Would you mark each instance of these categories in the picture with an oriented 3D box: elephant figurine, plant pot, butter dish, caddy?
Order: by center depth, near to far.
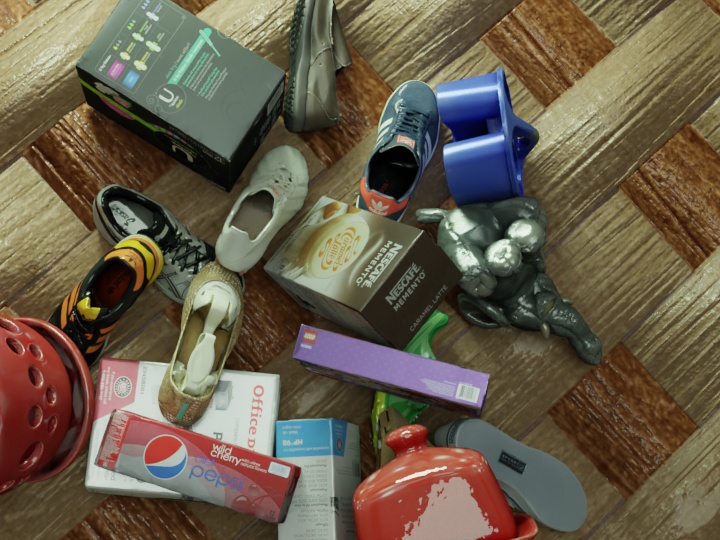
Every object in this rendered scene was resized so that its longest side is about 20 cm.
[{"bbox_3d":[0.064,0.227,1.413,0.199,0.200,0.148,-16,85,2],"label":"butter dish"},{"bbox_3d":[-0.390,0.135,1.459,0.200,0.182,0.201,1,93,26],"label":"plant pot"},{"bbox_3d":[0.150,-0.146,1.595,0.105,0.200,0.142,-7,80,9],"label":"caddy"},{"bbox_3d":[0.172,0.019,1.603,0.141,0.200,0.155,-21,46,12],"label":"elephant figurine"}]

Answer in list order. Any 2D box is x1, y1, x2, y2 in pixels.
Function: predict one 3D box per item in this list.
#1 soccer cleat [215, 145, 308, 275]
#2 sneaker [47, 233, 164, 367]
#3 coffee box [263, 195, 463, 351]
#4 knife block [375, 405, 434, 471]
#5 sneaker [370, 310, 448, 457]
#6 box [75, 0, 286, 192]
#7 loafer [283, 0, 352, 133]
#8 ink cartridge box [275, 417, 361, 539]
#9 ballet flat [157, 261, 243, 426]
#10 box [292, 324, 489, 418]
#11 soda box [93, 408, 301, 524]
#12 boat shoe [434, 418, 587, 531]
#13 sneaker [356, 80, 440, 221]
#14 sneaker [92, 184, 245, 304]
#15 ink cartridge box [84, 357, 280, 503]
[{"bbox_3d":[-0.103,-0.079,1.581,0.069,0.078,0.200,26,49,1],"label":"soccer cleat"},{"bbox_3d":[-0.295,0.046,1.527,0.070,0.090,0.200,40,105,1],"label":"sneaker"},{"bbox_3d":[0.000,0.000,1.540,0.114,0.200,0.080,-52,125,-13],"label":"coffee box"},{"bbox_3d":[0.102,0.251,1.532,0.175,0.064,0.201,0,108,-4],"label":"knife block"},{"bbox_3d":[0.058,0.130,1.586,0.083,0.074,0.201,11,77,0],"label":"sneaker"},{"bbox_3d":[-0.199,-0.204,1.587,0.200,0.149,0.125,31,78,1],"label":"box"},{"bbox_3d":[-0.046,-0.254,1.661,0.071,0.073,0.201,9,83,-15],"label":"loafer"},{"bbox_3d":[-0.043,0.264,1.520,0.066,0.116,0.201,-5,78,14],"label":"ink cartridge box"},{"bbox_3d":[-0.160,0.069,1.503,0.070,0.065,0.201,19,60,-14],"label":"ballet flat"},{"bbox_3d":[0.035,0.107,1.483,0.199,0.137,0.039,15,81,6],"label":"box"},{"bbox_3d":[-0.165,0.201,1.451,0.199,0.070,0.064,17,83,5],"label":"soda box"},{"bbox_3d":[0.169,0.225,1.583,0.200,0.065,0.074,40,69,-18],"label":"boat shoe"},{"bbox_3d":[0.050,-0.144,1.626,0.075,0.085,0.201,16,66,-1],"label":"sneaker"},{"bbox_3d":[-0.218,-0.024,1.581,0.200,0.088,0.076,33,75,0],"label":"sneaker"},{"bbox_3d":[-0.192,0.178,1.545,0.199,0.085,0.146,6,78,-7],"label":"ink cartridge box"}]
